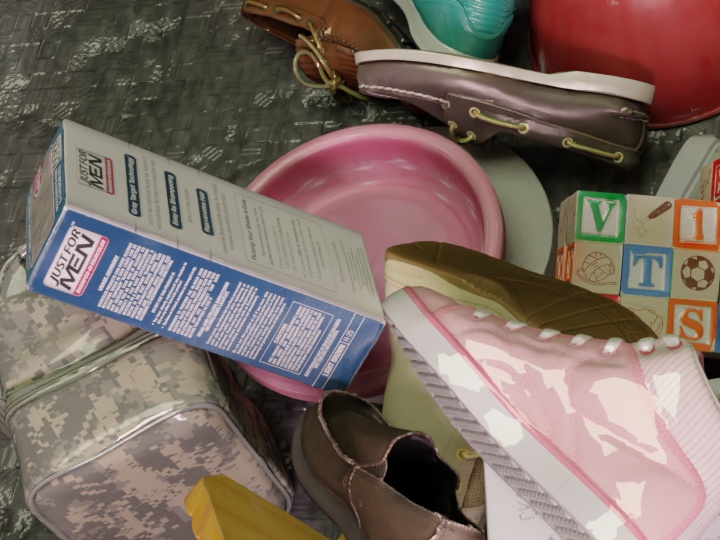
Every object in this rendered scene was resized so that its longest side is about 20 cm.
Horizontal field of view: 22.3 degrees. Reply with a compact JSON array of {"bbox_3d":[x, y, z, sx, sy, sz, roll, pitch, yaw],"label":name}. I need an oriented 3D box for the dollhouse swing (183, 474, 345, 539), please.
[{"bbox_3d":[-0.029,0.232,0.927,0.183,0.175,0.200,-64,25,17],"label":"dollhouse swing"}]

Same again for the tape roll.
[{"bbox_3d":[0.035,-0.005,1.220,0.201,0.037,0.204,-10,54,15],"label":"tape roll"}]

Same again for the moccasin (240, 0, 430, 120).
[{"bbox_3d":[-0.018,-0.161,1.322,0.078,0.074,0.201,-48,57,-2],"label":"moccasin"}]

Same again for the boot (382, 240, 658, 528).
[{"bbox_3d":[0.081,0.082,1.021,0.199,0.073,0.156,23,113,42],"label":"boot"}]

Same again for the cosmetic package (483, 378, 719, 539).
[{"bbox_3d":[0.165,0.180,0.943,0.164,0.200,0.166,-11,53,14],"label":"cosmetic package"}]

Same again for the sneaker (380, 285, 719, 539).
[{"bbox_3d":[0.103,0.057,0.879,0.105,0.075,0.200,-40,56,-9],"label":"sneaker"}]

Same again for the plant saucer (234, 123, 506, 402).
[{"bbox_3d":[0.000,0.000,1.175,0.199,0.051,0.202,-10,56,15],"label":"plant saucer"}]

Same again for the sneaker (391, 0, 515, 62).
[{"bbox_3d":[0.060,-0.236,1.291,0.121,0.083,0.200,-65,36,29],"label":"sneaker"}]

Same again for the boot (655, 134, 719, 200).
[{"bbox_3d":[0.208,0.013,1.120,0.095,0.074,0.201,23,75,24],"label":"boot"}]

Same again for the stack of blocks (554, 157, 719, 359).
[{"bbox_3d":[0.217,-0.006,1.066,0.199,0.059,0.116,4,84,-3],"label":"stack of blocks"}]

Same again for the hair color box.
[{"bbox_3d":[-0.090,-0.006,1.053,0.061,0.199,0.100,-58,24,25],"label":"hair color box"}]

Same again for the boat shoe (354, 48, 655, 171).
[{"bbox_3d":[0.091,-0.108,1.202,0.199,0.072,0.060,9,95,6],"label":"boat shoe"}]

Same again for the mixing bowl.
[{"bbox_3d":[0.199,-0.208,1.246,0.199,0.109,0.201,-10,56,15],"label":"mixing bowl"}]

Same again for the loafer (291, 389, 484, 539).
[{"bbox_3d":[0.024,0.115,0.973,0.071,0.073,0.200,-62,30,16],"label":"loafer"}]

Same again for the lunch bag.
[{"bbox_3d":[-0.142,0.082,1.133,0.139,0.200,0.168,-26,58,3],"label":"lunch bag"}]
